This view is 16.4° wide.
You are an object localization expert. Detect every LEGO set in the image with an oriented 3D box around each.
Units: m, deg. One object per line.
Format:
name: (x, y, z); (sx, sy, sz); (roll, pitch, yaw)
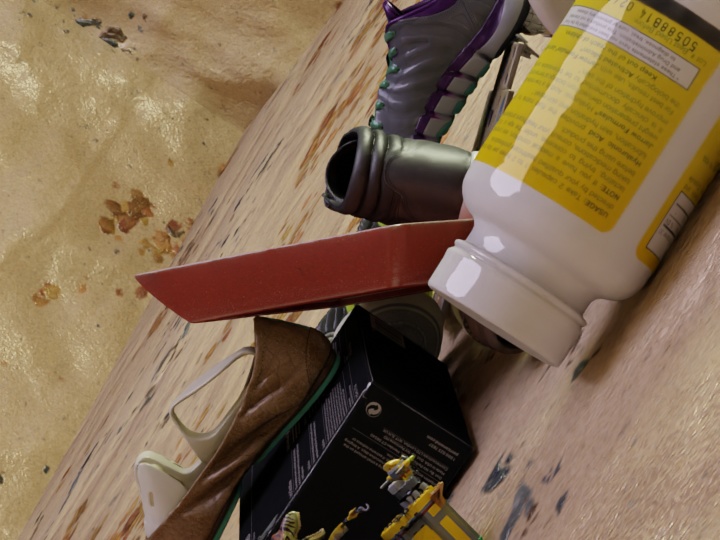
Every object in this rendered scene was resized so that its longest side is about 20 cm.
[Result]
LEGO set: (-0.042, 0.163, 1.310); (0.154, 0.116, 0.200); (-44, -2, -32)

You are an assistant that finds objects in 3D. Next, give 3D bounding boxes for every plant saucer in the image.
plant saucer: (0.000, 0.000, 1.520); (0.199, 0.037, 0.200); (-10, -4, 35)

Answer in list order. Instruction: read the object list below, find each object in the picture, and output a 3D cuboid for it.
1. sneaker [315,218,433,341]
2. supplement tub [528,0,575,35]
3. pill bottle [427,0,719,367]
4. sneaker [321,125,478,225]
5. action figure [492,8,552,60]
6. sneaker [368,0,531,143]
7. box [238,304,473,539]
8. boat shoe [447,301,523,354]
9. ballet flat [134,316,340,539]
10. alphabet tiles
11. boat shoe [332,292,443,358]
sneaker: (0.014, 0.045, 1.772); (0.200, 0.075, 0.076); (-65, -23, -22)
supplement tub: (0.172, -0.219, 1.510); (0.145, 0.145, 0.200); (-53, 9, 26)
pill bottle: (0.122, -0.054, 1.296); (0.200, 0.111, 0.111); (-57, 8, -2)
sneaker: (0.023, -0.054, 1.659); (0.200, 0.099, 0.071); (124, 160, -80)
action figure: (0.151, -0.220, 1.780); (0.200, 0.069, 0.130); (-45, -26, 1)
sneaker: (0.034, -0.136, 1.736); (0.200, 0.087, 0.074); (-55, 3, 11)
box: (-0.007, 0.118, 1.514); (0.141, 0.079, 0.200); (-54, 9, 9)
boat shoe: (0.126, -0.039, 1.404); (0.202, 0.075, 0.075); (-61, 21, 13)
ballet flat: (-0.092, 0.111, 1.521); (0.200, 0.072, 0.068); (-57, 9, 10)
alphabet tiles: (0.078, -0.059, 1.707); (0.166, 0.006, 0.200); (-118, 44, -86)
boat shoe: (-0.005, 0.099, 1.656); (0.201, 0.070, 0.072); (-55, 19, 33)
